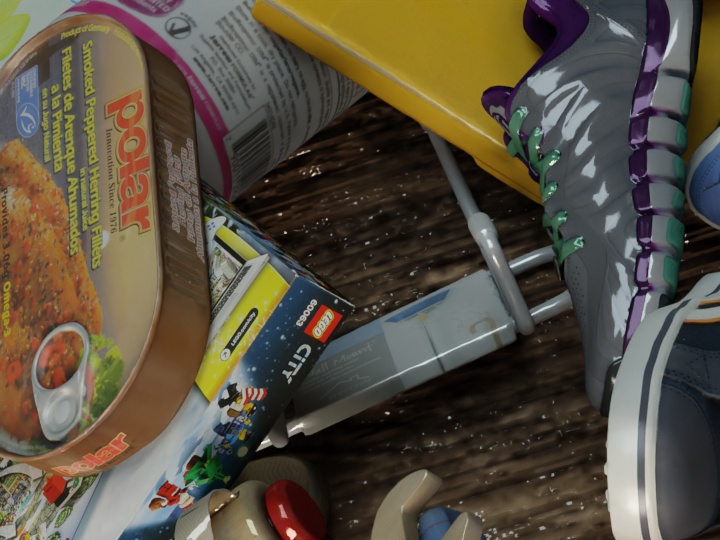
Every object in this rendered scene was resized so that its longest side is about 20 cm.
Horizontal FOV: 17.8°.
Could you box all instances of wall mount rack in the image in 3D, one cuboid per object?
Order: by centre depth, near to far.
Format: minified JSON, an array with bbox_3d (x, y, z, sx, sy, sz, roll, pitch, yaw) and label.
[{"bbox_3d":[0.000,0.000,1.010,0.200,0.075,0.174,-25,22,2],"label":"wall mount rack"}]

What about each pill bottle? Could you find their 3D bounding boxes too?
[{"bbox_3d":[-0.043,-0.118,1.068,0.113,0.113,0.200,28,55,35],"label":"pill bottle"}]

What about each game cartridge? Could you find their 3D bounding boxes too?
[{"bbox_3d":[0.078,-0.124,1.024,0.200,0.032,0.176,34,63,-1],"label":"game cartridge"}]

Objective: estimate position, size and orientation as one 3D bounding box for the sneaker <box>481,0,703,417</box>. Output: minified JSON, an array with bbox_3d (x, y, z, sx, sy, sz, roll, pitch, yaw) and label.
[{"bbox_3d":[0.089,-0.033,0.945,0.087,0.074,0.200,6,63,5],"label":"sneaker"}]

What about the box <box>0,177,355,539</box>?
[{"bbox_3d":[-0.105,0.059,0.933,0.200,0.038,0.137,-55,44,5],"label":"box"}]

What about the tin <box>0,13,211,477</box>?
[{"bbox_3d":[-0.112,-0.012,0.923,0.112,0.042,0.200,-30,51,33],"label":"tin"}]

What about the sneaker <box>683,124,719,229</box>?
[{"bbox_3d":[0.220,-0.023,0.921,0.200,0.076,0.077,10,33,30],"label":"sneaker"}]

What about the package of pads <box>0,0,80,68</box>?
[{"bbox_3d":[-0.172,-0.120,1.167,0.200,0.068,0.155,17,63,32],"label":"package of pads"}]

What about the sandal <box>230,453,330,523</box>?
[{"bbox_3d":[-0.110,0.120,0.973,0.200,0.055,0.082,-11,52,14],"label":"sandal"}]

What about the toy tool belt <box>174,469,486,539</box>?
[{"bbox_3d":[0.032,0.140,0.841,0.123,0.125,0.200,-37,68,15],"label":"toy tool belt"}]

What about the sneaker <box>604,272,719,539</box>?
[{"bbox_3d":[0.150,0.045,0.860,0.079,0.078,0.200,2,20,23],"label":"sneaker"}]
